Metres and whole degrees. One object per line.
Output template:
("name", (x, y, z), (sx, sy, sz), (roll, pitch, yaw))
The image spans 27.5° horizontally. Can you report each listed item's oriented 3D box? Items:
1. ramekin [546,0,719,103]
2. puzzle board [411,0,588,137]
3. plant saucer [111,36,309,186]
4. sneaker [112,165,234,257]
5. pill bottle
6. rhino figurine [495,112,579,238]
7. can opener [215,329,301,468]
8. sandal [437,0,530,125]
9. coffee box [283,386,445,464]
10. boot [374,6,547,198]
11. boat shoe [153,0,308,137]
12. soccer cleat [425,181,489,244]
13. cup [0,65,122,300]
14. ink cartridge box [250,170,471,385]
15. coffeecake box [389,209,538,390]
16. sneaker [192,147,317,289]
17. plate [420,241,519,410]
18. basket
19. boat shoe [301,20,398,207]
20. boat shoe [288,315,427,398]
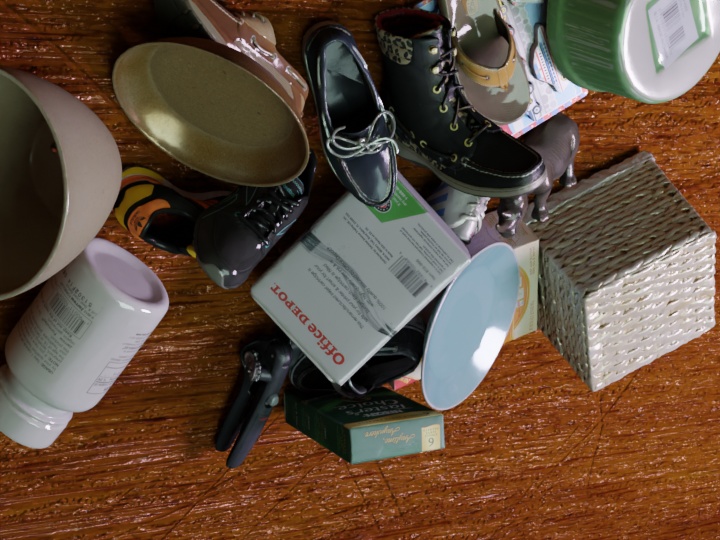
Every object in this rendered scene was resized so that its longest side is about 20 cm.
("ramekin", (0.299, -0.273, 1.537), (0.198, 0.097, 0.203), (-19, 123, -31))
("puzzle board", (0.152, -0.229, 1.544), (0.150, 0.017, 0.201), (-30, 125, -6))
("plant saucer", (-0.133, -0.154, 1.364), (0.036, 0.198, 0.201), (-66, 147, -28))
("sneaker", (-0.162, -0.038, 1.481), (0.199, 0.090, 0.070), (17, 117, -41))
("pill bottle", (-0.292, 0.076, 1.480), (0.114, 0.115, 0.201), (23, 112, -44))
("rhino figurine", (0.189, -0.103, 1.625), (0.200, 0.059, 0.088), (-49, 146, -42))
("can opener", (-0.120, 0.152, 1.700), (0.078, 0.064, 0.202), (3, 124, -36))
("sandal", (0.127, -0.229, 1.490), (0.080, 0.054, 0.202), (-26, 124, -10))
("coffee box", (0.002, 0.171, 1.697), (0.121, 0.200, 0.045), (-5, 100, -23))
("boot", (0.093, -0.167, 1.467), (0.073, 0.202, 0.155), (-39, 139, -31))
("boat shoe", (-0.117, -0.207, 1.386), (0.200, 0.075, 0.074), (51, 61, -40))
("soccer cleat", (0.121, -0.081, 1.635), (0.069, 0.087, 0.201), (21, 113, -43))
("cup", (-0.293, -0.086, 1.302), (0.202, 0.200, 0.143), (-59, 162, 24))
("ink cartridge box", (0.000, 0.000, 1.578), (0.200, 0.083, 0.147), (-43, 94, 8))
("coffeecake box", (0.108, 0.032, 1.738), (0.198, 0.073, 0.155), (-21, 137, -15))
("sneaker", (-0.101, -0.060, 1.443), (0.079, 0.201, 0.075), (-33, 109, 35))
("plate", (0.117, 0.060, 1.651), (0.200, 0.025, 0.202), (-38, 140, -41))
("basket", (0.309, 0.004, 1.783), (0.198, 0.161, 0.200), (-25, 138, -10))
("boat shoe", (-0.005, -0.149, 1.464), (0.074, 0.062, 0.202), (-17, 115, -6))
("boat shoe", (-0.008, 0.111, 1.675), (0.198, 0.068, 0.072), (-19, 129, 33))
